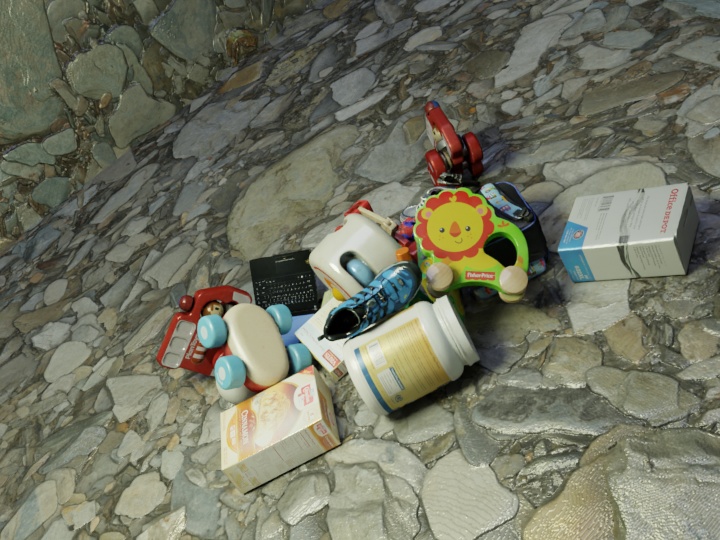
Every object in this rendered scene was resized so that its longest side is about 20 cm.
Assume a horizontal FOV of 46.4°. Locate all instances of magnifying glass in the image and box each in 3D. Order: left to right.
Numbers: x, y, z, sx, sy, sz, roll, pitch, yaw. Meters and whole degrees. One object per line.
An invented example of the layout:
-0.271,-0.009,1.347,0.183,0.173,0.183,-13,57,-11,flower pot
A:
0.097,0.048,1.485,0.079,0.201,0.022,-24,33,-10,magnifying glass

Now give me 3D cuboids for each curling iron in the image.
0.212,-0.186,1.775,0.049,0.026,0.200,7,4,24,curling iron

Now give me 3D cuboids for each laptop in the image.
-0.187,0.068,1.800,0.176,0.202,0.103,-8,0,33,laptop

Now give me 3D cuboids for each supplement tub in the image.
0.085,0.141,1.418,0.199,0.145,0.145,-28,31,8,supplement tub

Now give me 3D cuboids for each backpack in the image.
0.244,-0.069,1.579,0.182,0.135,0.200,-27,32,9,backpack

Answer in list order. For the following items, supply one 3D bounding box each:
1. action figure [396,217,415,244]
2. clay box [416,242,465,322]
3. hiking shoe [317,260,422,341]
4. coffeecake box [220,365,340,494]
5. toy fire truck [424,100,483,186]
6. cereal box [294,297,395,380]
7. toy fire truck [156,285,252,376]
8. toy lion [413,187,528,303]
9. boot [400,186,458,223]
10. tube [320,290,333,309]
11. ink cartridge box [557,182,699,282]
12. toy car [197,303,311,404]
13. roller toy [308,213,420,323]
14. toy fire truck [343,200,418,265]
0.126,-0.078,1.769,0.200,0.051,0.066,18,97,54,action figure
0.149,0.008,1.577,0.047,0.115,0.201,-22,32,17,clay box
0.021,0.060,1.398,0.200,0.075,0.087,-38,4,21,hiking shoe
-0.146,0.281,1.498,0.199,0.073,0.154,-28,30,6,coffeecake box
0.184,-0.280,1.842,0.112,0.200,0.169,-26,74,1,toy fire truck
-0.015,0.100,1.627,0.200,0.040,0.144,-42,45,-6,cereal box
-0.314,0.124,1.744,0.112,0.167,0.201,34,102,56,toy fire truck
0.189,-0.048,1.447,0.198,0.069,0.193,3,72,9,toy lion
0.152,-0.140,1.803,0.199,0.091,0.073,4,46,44,boot
0.003,0.037,1.733,0.199,0.052,0.058,-22,-11,24,tube
0.457,-0.063,1.430,0.199,0.084,0.145,-5,40,37,ink cartridge box
-0.231,0.183,1.631,0.200,0.184,0.178,-51,58,41,toy car
0.000,0.000,1.539,0.140,0.183,0.200,-46,44,-10,roller toy
0.064,-0.068,1.732,0.049,0.141,0.200,-44,33,-19,toy fire truck
